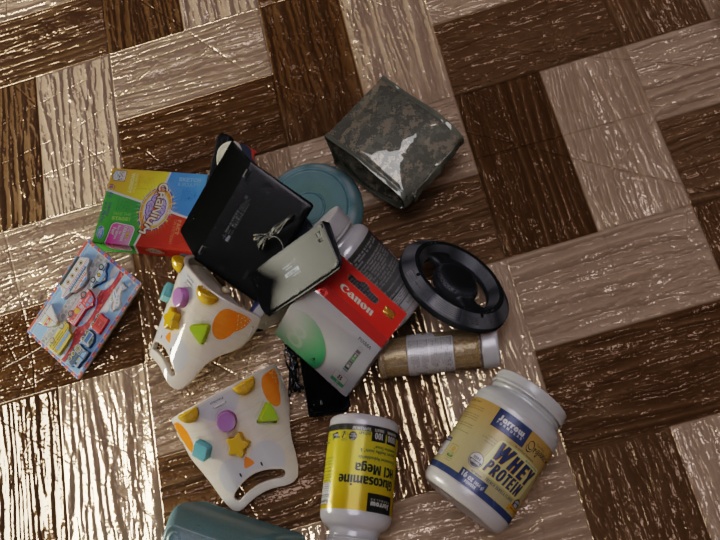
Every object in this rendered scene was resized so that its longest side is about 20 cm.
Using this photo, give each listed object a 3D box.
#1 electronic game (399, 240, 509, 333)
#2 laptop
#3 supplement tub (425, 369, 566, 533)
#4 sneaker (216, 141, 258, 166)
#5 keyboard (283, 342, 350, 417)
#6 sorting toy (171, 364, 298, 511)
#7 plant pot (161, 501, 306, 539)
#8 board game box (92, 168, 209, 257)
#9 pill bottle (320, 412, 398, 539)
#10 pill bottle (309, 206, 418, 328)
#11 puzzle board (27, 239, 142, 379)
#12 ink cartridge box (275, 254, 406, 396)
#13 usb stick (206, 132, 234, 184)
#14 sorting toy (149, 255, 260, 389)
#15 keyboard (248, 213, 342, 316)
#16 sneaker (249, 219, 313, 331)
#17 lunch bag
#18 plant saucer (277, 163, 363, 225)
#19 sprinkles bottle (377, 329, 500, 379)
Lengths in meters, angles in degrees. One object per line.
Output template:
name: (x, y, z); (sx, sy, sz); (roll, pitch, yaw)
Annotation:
electronic game: (0.152, 0.023, 1.342); (0.196, 0.042, 0.202); (20, 35, -15)
laptop: (-0.200, -0.089, 1.425); (0.198, 0.116, 0.189); (33, 98, 1)
supplement tub: (0.203, 0.265, 1.237); (0.143, 0.145, 0.202); (32, 77, 20)
sneaker: (-0.209, -0.129, 1.510); (0.074, 0.084, 0.206); (0, 90, 38)
keyboard: (-0.082, 0.148, 1.402); (0.101, 0.040, 0.204); (-3, 64, -17)
sorting toy: (-0.189, 0.279, 1.340); (0.197, 0.107, 0.183); (-28, 85, -2)
plant pot: (-0.214, 0.449, 1.203); (0.192, 0.201, 0.200); (13, 73, 14)
board game box: (-0.381, -0.107, 1.543); (0.195, 0.040, 0.157); (4, 69, 12)
pill bottle: (-0.003, 0.328, 1.264); (0.109, 0.113, 0.205); (2, 69, 10)
pill bottle: (0.000, 0.000, 1.349); (0.200, 0.114, 0.114); (45, 79, -12)
puzzle board: (-0.495, 0.066, 1.485); (0.149, 0.017, 0.202); (34, 89, 20)
ink cartridge box: (-0.035, 0.086, 1.309); (0.160, 0.201, 0.050); (40, 46, 7)
usb stick: (-0.264, -0.155, 1.534); (0.032, 0.056, 0.205); (4, 69, 11)
sorting toy: (-0.290, 0.093, 1.399); (0.199, 0.106, 0.182); (40, 103, 41)
keyboard: (-0.111, -0.022, 1.307); (0.198, 0.020, 0.130); (-31, 77, 38)
sneaker: (-0.158, -0.015, 1.436); (0.146, 0.080, 0.201); (42, 96, 23)
lunch bag: (0.065, -0.215, 1.468); (0.199, 0.118, 0.164); (39, 78, 26)
plant saucer: (-0.092, -0.108, 1.502); (0.195, 0.028, 0.205); (-3, 69, 8)
sprinkles bottle: (0.125, 0.132, 1.345); (0.195, 0.068, 0.070); (-7, 67, 7)
